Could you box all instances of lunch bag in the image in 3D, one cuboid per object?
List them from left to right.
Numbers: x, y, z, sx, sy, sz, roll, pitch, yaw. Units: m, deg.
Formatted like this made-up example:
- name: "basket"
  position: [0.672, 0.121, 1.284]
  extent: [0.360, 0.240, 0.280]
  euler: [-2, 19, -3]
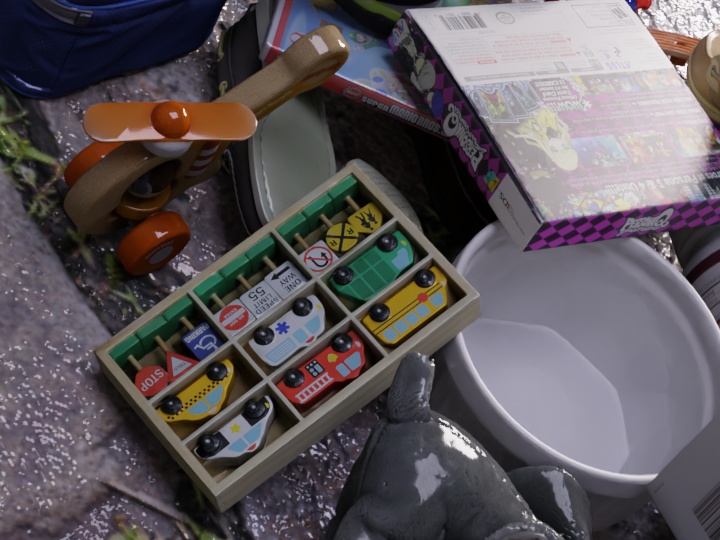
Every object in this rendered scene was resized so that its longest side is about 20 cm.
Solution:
- name: "lunch bag"
  position: [-0.157, -0.215, 1.639]
  extent: [0.200, 0.132, 0.136]
  euler: [-25, 71, -39]

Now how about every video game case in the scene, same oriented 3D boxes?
- name: "video game case"
  position: [0.039, -0.148, 1.680]
  extent: [0.200, 0.017, 0.143]
  euler: [23, 43, -8]
- name: "video game case"
  position: [0.139, -0.099, 1.649]
  extent: [0.200, 0.036, 0.182]
  euler: [-9, 56, -39]

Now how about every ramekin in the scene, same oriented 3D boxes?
- name: "ramekin"
  position: [0.124, 0.072, 1.597]
  extent: [0.200, 0.105, 0.201]
  euler: [15, 50, -18]

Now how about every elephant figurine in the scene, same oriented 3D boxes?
- name: "elephant figurine"
  position: [0.081, 0.172, 1.470]
  extent: [0.200, 0.155, 0.142]
  euler: [22, 57, -1]

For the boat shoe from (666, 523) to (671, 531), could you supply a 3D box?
- name: "boat shoe"
  position: [0.288, 0.187, 1.633]
  extent: [0.200, 0.060, 0.076]
  euler: [33, 23, -10]

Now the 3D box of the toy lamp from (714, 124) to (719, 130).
- name: "toy lamp"
  position: [0.297, -0.063, 1.826]
  extent: [0.199, 0.058, 0.058]
  euler: [14, 51, -19]

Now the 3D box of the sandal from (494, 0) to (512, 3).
- name: "sandal"
  position: [0.082, -0.209, 1.768]
  extent: [0.082, 0.050, 0.203]
  euler: [22, 4, -31]

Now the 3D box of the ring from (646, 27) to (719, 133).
- name: "ring"
  position: [0.217, -0.123, 1.803]
  extent: [0.200, 0.019, 0.201]
  euler: [8, 29, -4]

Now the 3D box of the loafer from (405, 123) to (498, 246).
- name: "loafer"
  position: [0.077, -0.092, 1.716]
  extent: [0.073, 0.071, 0.200]
  euler: [-13, 63, -35]

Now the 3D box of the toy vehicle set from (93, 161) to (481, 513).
- name: "toy vehicle set"
  position: [-0.043, 0.037, 1.510]
  extent: [0.200, 0.027, 0.124]
  euler: [-37, 64, -15]

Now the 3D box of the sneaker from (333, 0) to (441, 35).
- name: "sneaker"
  position: [-0.014, -0.230, 1.618]
  extent: [0.200, 0.083, 0.072]
  euler: [32, 45, -25]

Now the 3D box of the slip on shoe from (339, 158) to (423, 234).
- name: "slip on shoe"
  position: [0.000, 0.000, 1.613]
  extent: [0.074, 0.061, 0.200]
  euler: [38, 30, -28]

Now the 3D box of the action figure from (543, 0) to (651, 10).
- name: "action figure"
  position: [0.175, -0.199, 1.822]
  extent: [0.052, 0.065, 0.200]
  euler: [60, 30, -2]

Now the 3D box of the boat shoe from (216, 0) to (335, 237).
- name: "boat shoe"
  position: [-0.060, -0.091, 1.650]
  extent: [0.072, 0.061, 0.202]
  euler: [32, 43, -35]

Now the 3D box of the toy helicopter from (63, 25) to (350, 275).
- name: "toy helicopter"
  position: [-0.094, -0.090, 1.536]
  extent: [0.200, 0.132, 0.079]
  euler: [-35, 74, -4]

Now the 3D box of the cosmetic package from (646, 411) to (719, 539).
- name: "cosmetic package"
  position: [0.281, 0.148, 1.531]
  extent: [0.200, 0.085, 0.108]
  euler: [3, 46, -44]

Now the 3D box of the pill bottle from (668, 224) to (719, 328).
- name: "pill bottle"
  position: [0.278, 0.038, 1.701]
  extent: [0.114, 0.114, 0.200]
  euler: [3, 56, -27]

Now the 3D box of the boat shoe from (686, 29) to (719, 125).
- name: "boat shoe"
  position: [0.273, -0.125, 1.739]
  extent: [0.072, 0.065, 0.200]
  euler: [6, 29, -9]
